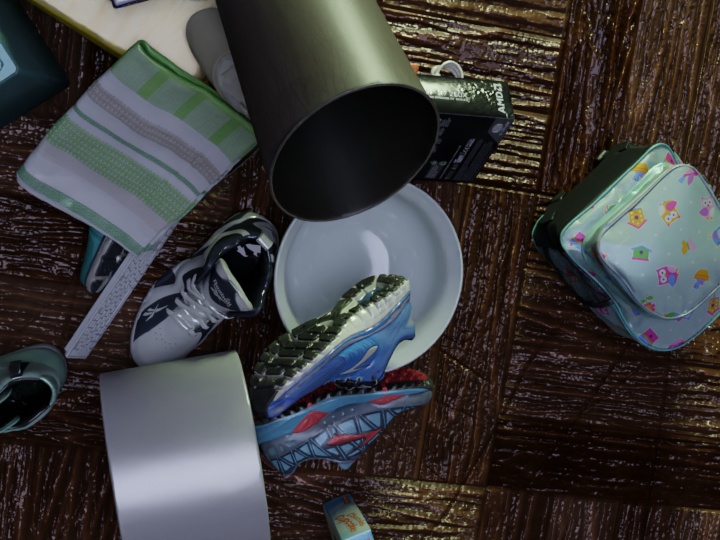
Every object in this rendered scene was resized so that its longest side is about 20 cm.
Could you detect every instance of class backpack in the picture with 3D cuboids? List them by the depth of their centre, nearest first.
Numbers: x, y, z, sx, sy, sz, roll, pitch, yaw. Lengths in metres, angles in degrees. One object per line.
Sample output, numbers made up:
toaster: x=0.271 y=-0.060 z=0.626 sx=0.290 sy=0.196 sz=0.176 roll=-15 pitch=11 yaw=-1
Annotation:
backpack: x=0.312 y=-0.017 z=1.277 sx=0.176 sy=0.153 sz=0.200 roll=-43 pitch=111 yaw=-9

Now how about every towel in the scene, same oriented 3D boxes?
towel: x=-0.198 y=-0.102 z=1.071 sx=0.149 sy=0.031 sz=0.200 roll=31 pitch=129 yaw=-29

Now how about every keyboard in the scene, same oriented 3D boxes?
keyboard: x=-0.233 y=0.005 z=1.211 sx=0.011 sy=0.056 sz=0.201 roll=34 pitch=90 yaw=15

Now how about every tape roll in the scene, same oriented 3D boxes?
tape roll: x=-0.173 y=0.189 z=1.174 sx=0.138 sy=0.203 sz=0.205 roll=-10 pitch=100 yaw=-11

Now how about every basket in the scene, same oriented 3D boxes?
basket: x=-0.037 y=-0.169 z=0.925 sx=0.135 sy=0.181 sz=0.201 roll=-17 pitch=67 yaw=-11

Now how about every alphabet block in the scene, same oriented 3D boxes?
alphabet block: x=-0.192 y=-0.295 z=1.103 sx=0.194 sy=0.196 sz=0.201 roll=30 pitch=92 yaw=-13

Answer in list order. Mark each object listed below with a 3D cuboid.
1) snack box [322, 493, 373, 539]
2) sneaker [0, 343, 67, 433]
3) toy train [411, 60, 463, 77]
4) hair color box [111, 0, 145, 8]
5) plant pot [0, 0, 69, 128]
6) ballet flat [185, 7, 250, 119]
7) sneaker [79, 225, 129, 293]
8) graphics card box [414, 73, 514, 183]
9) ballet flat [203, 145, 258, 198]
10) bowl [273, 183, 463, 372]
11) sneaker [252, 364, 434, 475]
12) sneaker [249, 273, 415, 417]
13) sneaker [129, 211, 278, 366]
snack box: x=0.011 y=0.353 z=1.281 sx=0.037 sy=0.116 sz=0.202 roll=-18 pitch=102 yaw=-9
sneaker: x=-0.385 y=0.133 z=1.163 sx=0.199 sy=0.118 sz=0.074 roll=-23 pitch=104 yaw=-7
toy train: x=0.021 y=-0.244 z=1.227 sx=0.150 sy=0.056 sz=0.201 roll=-37 pitch=103 yaw=-4
hair color box: x=-0.123 y=-0.295 z=0.985 sx=0.198 sy=0.065 sz=0.110 roll=-17 pitch=102 yaw=-11
plant pot: x=-0.362 y=-0.191 z=1.078 sx=0.141 sy=0.200 sz=0.142 roll=-33 pitch=104 yaw=-5
ballet flat: x=-0.070 y=-0.143 z=1.021 sx=0.200 sy=0.069 sz=0.070 roll=39 pitch=89 yaw=-21
sneaker: x=-0.247 y=-0.077 z=1.196 sx=0.079 sy=0.077 sz=0.202 roll=19 pitch=102 yaw=19
graphics card box: x=0.041 y=-0.144 z=1.202 sx=0.198 sy=0.126 sz=0.051 roll=3 pitch=61 yaw=-16
ballet flat: x=-0.124 y=-0.132 z=1.190 sx=0.199 sy=0.046 sz=0.068 roll=-36 pitch=104 yaw=-23
bowl: x=0.000 y=0.000 z=1.238 sx=0.199 sy=0.090 sz=0.203 roll=-2 pitch=99 yaw=-14
sneaker: x=-0.014 y=0.161 z=1.278 sx=0.198 sy=0.079 sz=0.096 roll=-15 pitch=111 yaw=-1
sneaker: x=-0.017 y=0.087 z=1.144 sx=0.199 sy=0.078 sz=0.090 roll=-33 pitch=114 yaw=-27
sneaker: x=-0.154 y=0.028 z=1.191 sx=0.199 sy=0.130 sz=0.080 roll=-41 pitch=102 yaw=-4
